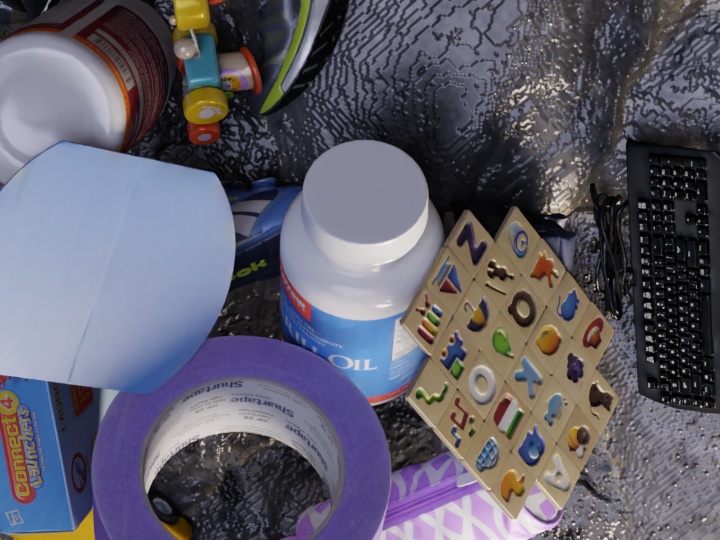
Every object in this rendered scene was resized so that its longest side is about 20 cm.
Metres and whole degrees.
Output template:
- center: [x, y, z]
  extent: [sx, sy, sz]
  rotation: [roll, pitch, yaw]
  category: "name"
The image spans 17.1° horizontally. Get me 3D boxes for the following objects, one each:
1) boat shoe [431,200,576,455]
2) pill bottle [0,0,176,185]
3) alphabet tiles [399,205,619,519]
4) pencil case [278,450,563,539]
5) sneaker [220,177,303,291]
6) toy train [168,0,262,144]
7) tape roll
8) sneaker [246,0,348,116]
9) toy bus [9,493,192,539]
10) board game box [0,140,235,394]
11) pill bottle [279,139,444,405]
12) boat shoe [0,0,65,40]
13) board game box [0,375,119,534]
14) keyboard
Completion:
- center: [0.102, 0.047, 1.698]
  extent: [0.092, 0.075, 0.201]
  rotation: [0, 119, -9]
  category: "boat shoe"
- center: [-0.190, -0.125, 1.625]
  extent: [0.109, 0.200, 0.110]
  rotation: [3, 107, 9]
  category: "pill bottle"
- center: [0.103, 0.062, 1.615]
  extent: [0.006, 0.167, 0.200]
  rotation: [-3, 137, 45]
  category: "alphabet tiles"
- center: [0.047, 0.174, 1.691]
  extent: [0.200, 0.085, 0.084]
  rotation: [-27, 73, 27]
  category: "pencil case"
- center: [-0.089, -0.034, 1.695]
  extent: [0.199, 0.074, 0.082]
  rotation: [-20, 64, -7]
  category: "sneaker"
- center: [-0.105, -0.190, 1.634]
  extent: [0.055, 0.150, 0.201]
  rotation: [-9, 113, -2]
  category: "toy train"
- center: [-0.081, 0.150, 1.616]
  extent: [0.199, 0.201, 0.085]
  rotation: [16, 151, 5]
  category: "tape roll"
- center: [-0.049, -0.205, 1.653]
  extent: [0.081, 0.074, 0.201]
  rotation: [19, 102, 11]
  category: "sneaker"
- center: [-0.221, 0.169, 1.770]
  extent: [0.200, 0.078, 0.065]
  rotation: [37, 110, -14]
  category: "toy bus"
- center: [-0.176, -0.006, 1.558]
  extent: [0.200, 0.039, 0.159]
  rotation: [10, 104, -39]
  category: "board game box"
- center: [0.000, 0.000, 1.626]
  extent: [0.112, 0.113, 0.200]
  rotation: [11, 149, 6]
  category: "pill bottle"
- center: [-0.240, -0.197, 1.687]
  extent: [0.068, 0.057, 0.200]
  rotation: [27, 110, 5]
  category: "boat shoe"
- center: [-0.209, 0.056, 1.684]
  extent: [0.056, 0.196, 0.201]
  rotation: [-4, 106, 15]
  category: "board game box"
- center: [0.205, 0.009, 1.662]
  extent: [0.104, 0.040, 0.201]
  rotation: [9, 117, 31]
  category: "keyboard"
